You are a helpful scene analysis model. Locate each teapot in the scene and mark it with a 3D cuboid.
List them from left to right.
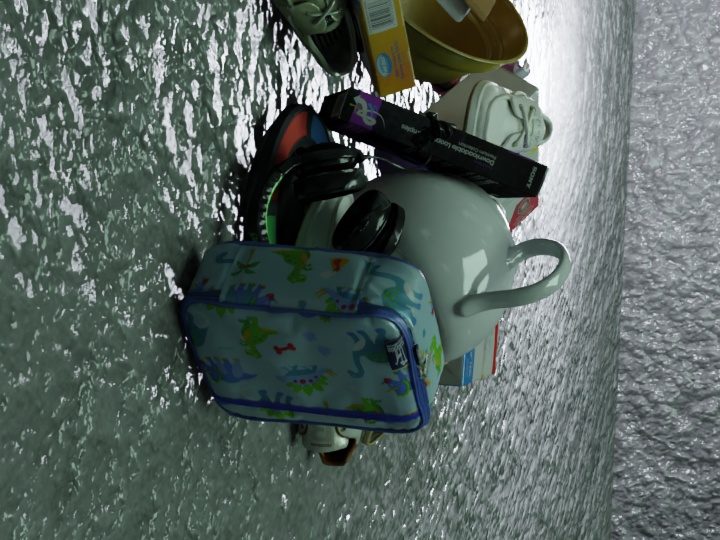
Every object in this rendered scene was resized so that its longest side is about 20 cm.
[{"bbox_3d":[0.079,-0.019,1.653,0.146,0.200,0.197,-34,170,-22],"label":"teapot"}]

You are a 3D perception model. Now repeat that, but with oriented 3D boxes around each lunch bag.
[{"bbox_3d":[-0.036,0.059,1.439,0.161,0.200,0.083,78,24,-46],"label":"lunch bag"}]

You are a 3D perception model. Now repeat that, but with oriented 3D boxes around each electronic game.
[{"bbox_3d":[-0.059,-0.051,1.608,0.200,0.042,0.200,5,90,-73],"label":"electronic game"}]

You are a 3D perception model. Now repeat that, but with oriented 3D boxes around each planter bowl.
[{"bbox_3d":[0.069,-0.253,1.832,0.083,0.200,0.200,-54,-177,34],"label":"planter bowl"}]

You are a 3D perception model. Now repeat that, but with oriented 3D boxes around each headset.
[{"bbox_3d":[-0.003,-0.063,1.513,0.200,0.094,0.124,-41,101,-27],"label":"headset"}]

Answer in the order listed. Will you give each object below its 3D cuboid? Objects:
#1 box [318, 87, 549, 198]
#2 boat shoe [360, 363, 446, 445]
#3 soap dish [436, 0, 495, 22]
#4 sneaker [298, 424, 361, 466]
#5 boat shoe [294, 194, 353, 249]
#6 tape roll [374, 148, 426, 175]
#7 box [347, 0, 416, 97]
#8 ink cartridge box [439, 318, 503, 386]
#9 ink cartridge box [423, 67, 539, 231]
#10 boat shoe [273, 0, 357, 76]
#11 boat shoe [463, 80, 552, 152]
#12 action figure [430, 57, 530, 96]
[{"bbox_3d":[0.064,-0.117,1.657,0.143,0.200,0.036,-168,-82,-80],"label":"box"},{"bbox_3d":[0.059,0.094,1.805,0.200,0.063,0.073,-46,151,20],"label":"boat shoe"},{"bbox_3d":[0.060,-0.341,1.660,0.200,0.081,0.157,47,16,-22],"label":"soap dish"},{"bbox_3d":[-0.028,0.123,1.702,0.200,0.073,0.085,73,25,-54],"label":"sneaker"},{"bbox_3d":[-0.025,0.023,1.576,0.071,0.069,0.200,12,90,-68],"label":"boat shoe"},{"bbox_3d":[0.085,-0.055,1.869,0.200,0.066,0.200,156,-90,-85],"label":"tape roll"},{"bbox_3d":[-0.004,-0.265,1.621,0.119,0.041,0.200,76,-8,-46],"label":"box"},{"bbox_3d":[0.086,0.086,1.999,0.200,0.116,0.067,-5,98,-73],"label":"ink cartridge box"},{"bbox_3d":[0.133,-0.119,2.038,0.145,0.083,0.200,-41,148,-27],"label":"ink cartridge box"},{"bbox_3d":[-0.037,-0.238,1.551,0.062,0.072,0.200,55,0,23],"label":"boat shoe"},{"bbox_3d":[0.157,-0.155,1.833,0.200,0.069,0.071,-18,122,-70],"label":"boat shoe"},{"bbox_3d":[0.118,-0.238,2.118,0.149,0.134,0.200,-47,163,24],"label":"action figure"}]
